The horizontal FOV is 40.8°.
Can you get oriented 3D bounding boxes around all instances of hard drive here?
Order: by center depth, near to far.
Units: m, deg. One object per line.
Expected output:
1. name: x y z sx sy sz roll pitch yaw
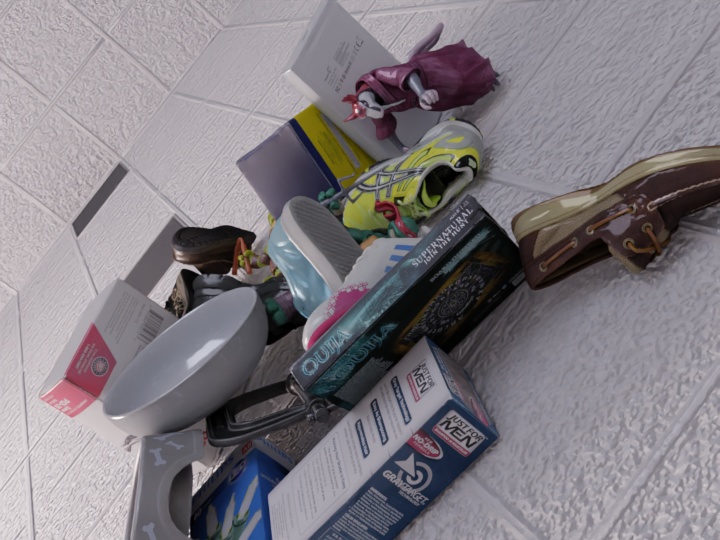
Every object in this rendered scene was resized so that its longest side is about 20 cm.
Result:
1. hard drive: 0.008 -0.215 1.156 0.026 0.199 0.133 -21 37 48

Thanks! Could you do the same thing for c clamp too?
1. c clamp: -0.074 0.134 0.957 0.169 0.027 0.200 -23 9 -15

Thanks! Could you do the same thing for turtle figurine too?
1. turtle figurine: 0.000 0.000 1.001 0.200 0.100 0.150 -47 64 14
2. turtle figurine: -0.106 -0.033 1.276 0.201 0.064 0.162 -51 27 22

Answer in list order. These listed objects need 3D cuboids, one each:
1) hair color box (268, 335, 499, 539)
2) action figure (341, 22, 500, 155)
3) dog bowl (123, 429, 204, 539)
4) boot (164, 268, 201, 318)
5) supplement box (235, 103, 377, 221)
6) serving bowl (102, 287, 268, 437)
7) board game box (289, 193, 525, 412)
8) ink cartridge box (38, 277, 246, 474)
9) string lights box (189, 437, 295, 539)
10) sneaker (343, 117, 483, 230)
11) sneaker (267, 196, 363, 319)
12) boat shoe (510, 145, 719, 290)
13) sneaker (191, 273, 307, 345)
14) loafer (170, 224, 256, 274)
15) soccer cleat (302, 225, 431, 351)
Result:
1. hair color box: 0.013 0.160 0.785 0.200 0.060 0.100 -47 23 12
2. action figure: 0.056 -0.216 1.095 0.198 0.151 0.134 -17 -19 -31
3. dog bowl: -0.190 0.248 0.909 0.200 0.058 0.204 -172 90 -77
4. boot: -0.254 0.108 1.334 0.151 0.073 0.201 -51 36 20
5. supplement box: -0.040 -0.151 1.191 0.108 0.110 0.200 -28 11 41
6. serving bowl: -0.172 0.106 1.012 0.198 0.066 0.201 -31 18 11
7. board game box: 0.048 0.038 0.801 0.200 0.135 0.028 -44 57 7
8. ink cartridge box: -0.247 0.131 1.126 0.082 0.199 0.148 -31 29 43
9. string lights box: -0.101 0.246 0.870 0.103 0.059 0.200 -48 23 11
10. sneaker: 0.049 -0.086 1.056 0.199 0.075 0.077 -40 25 28
11. sneaker: -0.020 0.027 0.931 0.073 0.201 0.082 -15 -26 -45
12. boat shoe: 0.205 -0.032 0.725 0.198 0.072 0.073 -19 68 35
13. sneaker: -0.112 0.057 1.110 0.197 0.076 0.092 -1 68 30
14. loafer: -0.204 -0.020 1.368 0.200 0.072 0.072 -12 -64 -69
15. soccer cleat: 0.014 0.017 0.859 0.198 0.086 0.070 -21 -35 -38
